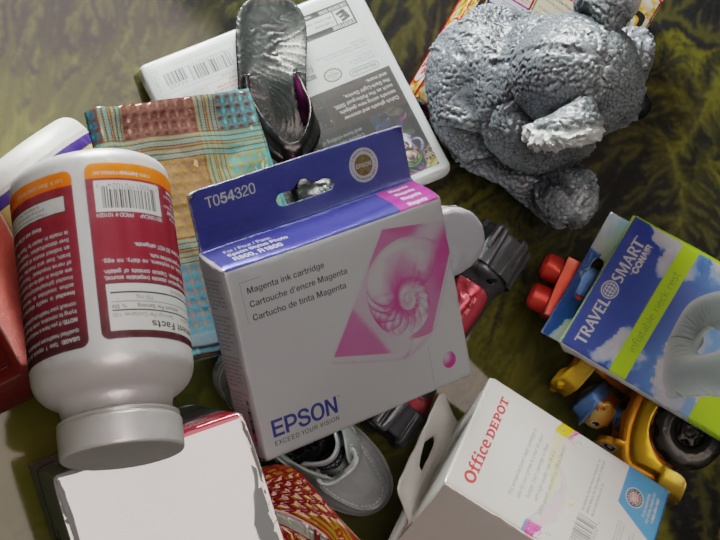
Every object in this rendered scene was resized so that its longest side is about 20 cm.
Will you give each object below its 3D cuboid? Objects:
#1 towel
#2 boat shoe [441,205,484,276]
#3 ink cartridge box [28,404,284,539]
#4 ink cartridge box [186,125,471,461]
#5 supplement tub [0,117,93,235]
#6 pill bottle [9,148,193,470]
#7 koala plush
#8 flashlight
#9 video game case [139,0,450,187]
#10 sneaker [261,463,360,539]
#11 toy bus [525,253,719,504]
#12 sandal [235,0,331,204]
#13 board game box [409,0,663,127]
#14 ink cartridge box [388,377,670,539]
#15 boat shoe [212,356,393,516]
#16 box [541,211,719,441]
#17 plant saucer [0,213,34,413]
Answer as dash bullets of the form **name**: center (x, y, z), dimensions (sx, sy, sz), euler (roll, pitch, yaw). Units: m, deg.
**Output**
- **towel**: center (-0.115, -0.035, 1.322), dimensions (0.146, 0.022, 0.201), euler (-11, 79, -34)
- **boat shoe**: center (0.000, 0.000, 1.407), dimensions (0.199, 0.070, 0.071), euler (-27, 106, -6)
- **ink cartridge box**: center (-0.152, 0.191, 1.326), dimensions (0.144, 0.200, 0.146), euler (-19, 93, -15)
- **ink cartridge box**: center (-0.018, 0.014, 1.313), dimensions (0.195, 0.043, 0.202), euler (-21, 107, -30)
- **supplement tub**: center (-0.214, 0.001, 1.350), dimensions (0.145, 0.145, 0.200), euler (-39, 96, -15)
- **pill bottle**: center (-0.174, 0.028, 1.206), dimensions (0.112, 0.113, 0.202), euler (-4, 73, -16)
- **koala plush**: center (0.154, -0.145, 1.387), dimensions (0.183, 0.200, 0.178), euler (24, 82, -11)
- **flashlight**: center (0.066, 0.049, 1.462), dimensions (0.068, 0.068, 0.201), euler (41, 79, -29)
- **video game case**: center (-0.054, -0.121, 1.441), dimensions (0.199, 0.023, 0.183), euler (-23, 75, -15)
- **sneaker**: center (-0.022, 0.238, 1.391), dimensions (0.073, 0.077, 0.201), euler (-31, 77, -20)
- **toy bus**: center (0.222, 0.073, 1.483), dimensions (0.191, 0.136, 0.201), euler (21, 83, 0)
- **sandal**: center (-0.068, -0.130, 1.404), dimensions (0.075, 0.048, 0.202), euler (-6, 72, -10)
- **board game box**: center (0.147, -0.187, 1.516), dimensions (0.151, 0.046, 0.201), euler (33, 78, -11)
- **ink cartridge box**: center (0.120, 0.197, 1.407), dimensions (0.199, 0.125, 0.129), euler (33, 42, -1)
- **boat shoe**: center (-0.039, 0.139, 1.402), dimensions (0.070, 0.072, 0.201), euler (-45, 119, -1)
- **box**: center (0.253, 0.047, 1.400), dimensions (0.199, 0.048, 0.122), euler (31, 88, 16)
- **plant saucer**: center (-0.321, 0.023, 1.300), dimensions (0.037, 0.199, 0.201), euler (-31, 95, -53)
